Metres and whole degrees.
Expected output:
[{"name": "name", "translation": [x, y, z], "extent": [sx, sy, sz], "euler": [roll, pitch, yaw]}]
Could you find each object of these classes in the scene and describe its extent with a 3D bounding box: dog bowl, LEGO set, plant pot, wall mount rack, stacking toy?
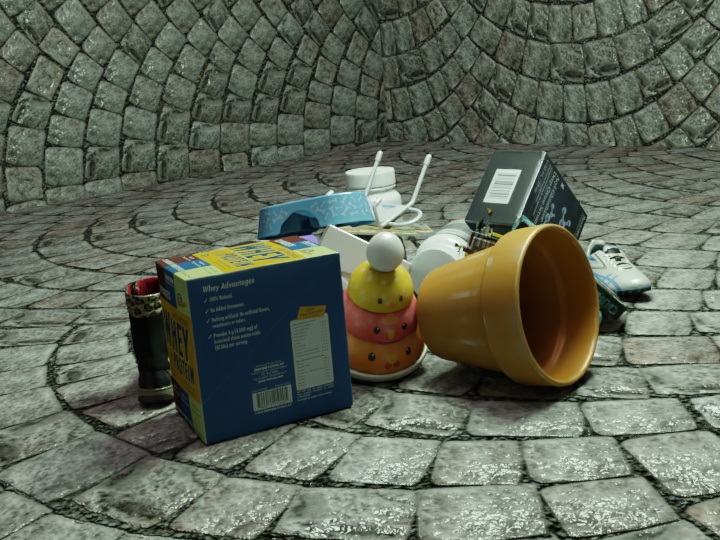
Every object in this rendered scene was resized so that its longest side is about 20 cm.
[{"name": "dog bowl", "translation": [-0.074, -0.086, 1.489], "extent": [0.199, 0.050, 0.111], "euler": [-8, -2, 25]}, {"name": "LEGO set", "translation": [0.189, 0.002, 1.455], "extent": [0.115, 0.154, 0.200], "euler": [17, 22, -1]}, {"name": "plant pot", "translation": [0.180, 0.051, 1.215], "extent": [0.183, 0.201, 0.200], "euler": [-8, 9, 42]}, {"name": "wall mount rack", "translation": [0.036, -0.142, 1.676], "extent": [0.199, 0.075, 0.174], "euler": [11, 38, 39]}, {"name": "stacking toy", "translation": [0.023, 0.034, 1.240], "extent": [0.145, 0.201, 0.146], "euler": [1, 39, -1]}]

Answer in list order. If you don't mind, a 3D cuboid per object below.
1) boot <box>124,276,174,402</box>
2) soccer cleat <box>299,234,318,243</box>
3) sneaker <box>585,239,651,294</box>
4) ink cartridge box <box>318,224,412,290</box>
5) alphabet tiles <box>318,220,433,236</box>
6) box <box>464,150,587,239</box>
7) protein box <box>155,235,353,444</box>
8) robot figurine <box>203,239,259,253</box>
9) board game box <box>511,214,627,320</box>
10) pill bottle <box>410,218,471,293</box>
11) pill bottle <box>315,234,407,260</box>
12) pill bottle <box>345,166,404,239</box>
[{"name": "boot", "translation": [-0.280, 0.083, 1.303], "extent": [0.073, 0.151, 0.200], "euler": [-5, 14, 0]}, {"name": "soccer cleat", "translation": [-0.118, -0.011, 1.523], "extent": [0.073, 0.068, 0.200], "euler": [-37, 2, 44]}, {"name": "sneaker", "translation": [0.426, -0.004, 1.579], "extent": [0.072, 0.073, 0.200], "euler": [-5, 15, -9]}, {"name": "ink cartridge box", "translation": [0.000, 0.000, 1.475], "extent": [0.144, 0.084, 0.200], "euler": [25, -1, 1]}, {"name": "alphabet tiles", "translation": [0.024, -0.077, 1.651], "extent": [0.199, 0.006, 0.166], "euler": [2, 11, -4]}, {"name": "box", "translation": [0.290, -0.090, 1.621], "extent": [0.107, 0.149, 0.200], "euler": [8, -25, 40]}, {"name": "protein box", "translation": [-0.131, 0.078, 1.167], "extent": [0.198, 0.201, 0.135], "euler": [-11, 15, -25]}, {"name": "robot figurine", "translation": [-0.209, 0.018, 1.613], "extent": [0.150, 0.125, 0.200], "euler": [21, 28, 40]}, {"name": "board game box", "translation": [0.314, -0.007, 1.427], "extent": [0.200, 0.028, 0.135], "euler": [41, 11, 3]}, {"name": "pill bottle", "translation": [0.159, -0.016, 1.627], "extent": [0.115, 0.116, 0.200], "euler": [1, 15, 23]}, {"name": "pill bottle", "translation": [-0.025, -0.014, 1.691], "extent": [0.199, 0.114, 0.114], "euler": [-7, 14, -12]}, {"name": "pill bottle", "translation": [0.026, -0.095, 1.819], "extent": [0.113, 0.201, 0.113], "euler": [-5, 13, 1]}]
